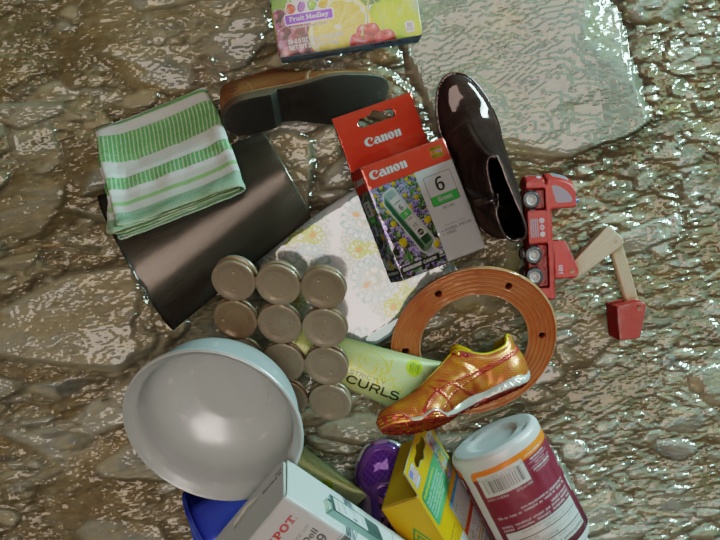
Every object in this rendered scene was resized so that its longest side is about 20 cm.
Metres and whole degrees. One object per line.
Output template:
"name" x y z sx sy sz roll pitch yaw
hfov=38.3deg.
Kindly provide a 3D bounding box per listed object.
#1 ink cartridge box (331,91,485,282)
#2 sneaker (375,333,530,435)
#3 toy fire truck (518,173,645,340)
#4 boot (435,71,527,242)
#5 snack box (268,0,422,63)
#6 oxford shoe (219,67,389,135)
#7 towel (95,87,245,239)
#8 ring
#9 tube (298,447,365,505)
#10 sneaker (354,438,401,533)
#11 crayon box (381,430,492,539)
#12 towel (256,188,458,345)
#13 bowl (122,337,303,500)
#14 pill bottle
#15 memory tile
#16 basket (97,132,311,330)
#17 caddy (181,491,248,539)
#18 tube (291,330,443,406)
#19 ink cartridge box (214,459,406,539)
"ink cartridge box" 0.053 -0.098 1.178 0.108 0.050 0.201 -21 92 -14
"sneaker" 0.098 0.131 1.173 0.199 0.073 0.077 -20 76 -28
"toy fire truck" 0.261 -0.017 1.234 0.140 0.049 0.201 -4 95 -2
"boot" 0.141 -0.131 1.159 0.072 0.166 0.201 -18 96 0
"snack box" -0.027 -0.351 1.182 0.168 0.068 0.201 -10 94 0
"oxford shoe" -0.066 -0.212 1.200 0.199 0.071 0.072 -8 137 -14
"towel" -0.218 -0.123 1.148 0.152 0.200 0.023 -21 133 -2
"ring" 0.133 0.082 1.225 0.199 0.019 0.201 -3 118 -5
"tube" -0.090 0.225 1.234 0.200 0.058 0.052 39 76 -2
"sneaker" 0.035 0.305 1.241 0.080 0.088 0.201 -3 94 1
"crayon box" 0.088 0.281 1.201 0.051 0.126 0.201 -23 108 23
"towel" 0.000 0.000 1.231 0.199 0.048 0.172 -32 93 2
"bowl" -0.151 0.147 1.138 0.200 0.090 0.202 5 119 9
"pill bottle" 0.201 0.283 1.230 0.114 0.114 0.201 -27 96 1
"memory tile" -0.086 0.077 1.148 0.152 0.017 0.201 3 120 9
"basket" -0.169 -0.060 1.178 0.199 0.136 0.181 -31 72 -4
"caddy" -0.134 0.330 1.213 0.105 0.141 0.201 -34 95 -1
"tube" 0.003 0.111 1.193 0.199 0.052 0.058 20 121 -4
"ink cartridge box" -0.045 0.321 1.101 0.200 0.084 0.146 36 102 -14
